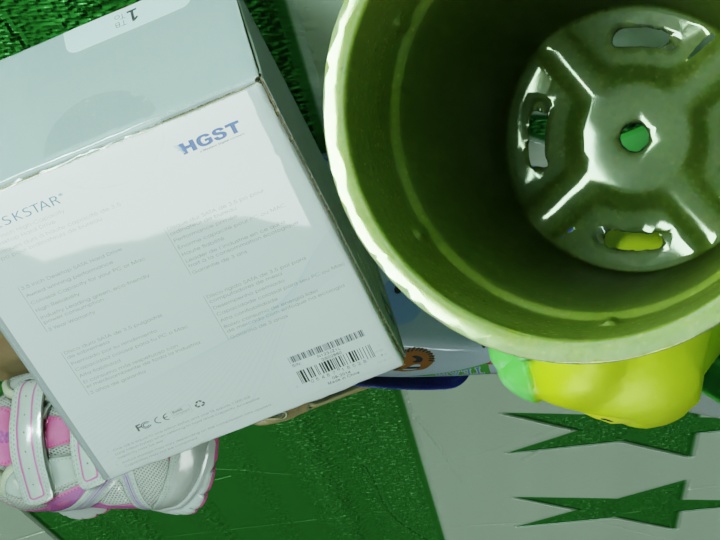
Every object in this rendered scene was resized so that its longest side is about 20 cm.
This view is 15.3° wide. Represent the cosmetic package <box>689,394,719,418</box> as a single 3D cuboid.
[{"bbox_3d":[0.199,0.042,1.535,0.106,0.091,0.200,11,-178,-34],"label":"cosmetic package"}]

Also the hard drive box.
[{"bbox_3d":[-0.087,-0.015,1.186,0.155,0.077,0.200,-21,137,5],"label":"hard drive box"}]

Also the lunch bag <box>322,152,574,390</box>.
[{"bbox_3d":[0.000,0.000,1.401,0.169,0.124,0.200,4,-179,-21],"label":"lunch bag"}]

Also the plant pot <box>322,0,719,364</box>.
[{"bbox_3d":[0.103,-0.063,1.099,0.199,0.201,0.190,-5,178,13],"label":"plant pot"}]

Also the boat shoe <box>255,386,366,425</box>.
[{"bbox_3d":[0.004,0.042,1.546,0.073,0.063,0.200,27,-156,29],"label":"boat shoe"}]

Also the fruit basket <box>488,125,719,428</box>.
[{"bbox_3d":[0.156,0.025,1.256,0.215,0.216,0.156,-7,132,20],"label":"fruit basket"}]

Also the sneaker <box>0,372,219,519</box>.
[{"bbox_3d":[-0.144,0.090,1.390,0.088,0.082,0.200,7,162,-36],"label":"sneaker"}]

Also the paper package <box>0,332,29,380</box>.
[{"bbox_3d":[-0.182,-0.016,1.344,0.190,0.104,0.200,5,164,-23],"label":"paper package"}]
